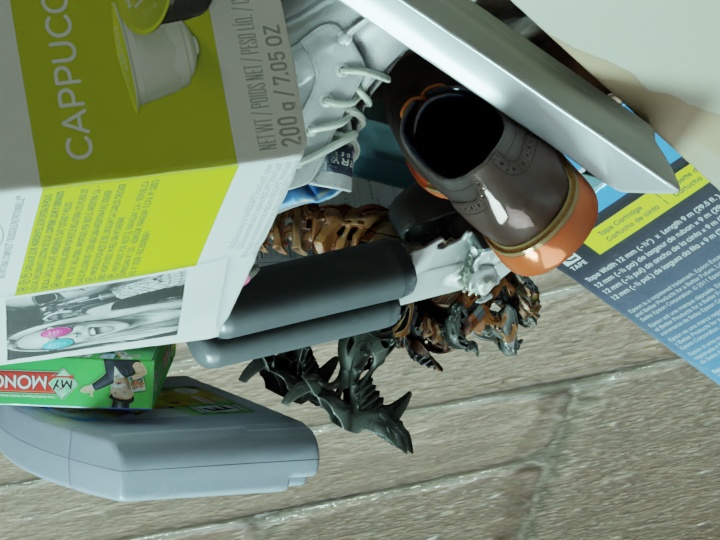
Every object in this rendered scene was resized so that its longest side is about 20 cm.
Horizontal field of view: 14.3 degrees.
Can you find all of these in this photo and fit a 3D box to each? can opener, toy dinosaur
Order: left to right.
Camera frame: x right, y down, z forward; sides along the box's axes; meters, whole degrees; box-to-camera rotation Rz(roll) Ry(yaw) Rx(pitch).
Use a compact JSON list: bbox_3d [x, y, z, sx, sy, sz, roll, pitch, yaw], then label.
[{"bbox_3d":[0.000,0.000,1.438,0.199,0.067,0.053,-18,151,-30],"label":"can opener"},{"bbox_3d":[0.002,0.012,1.506,0.199,0.137,0.102,22,-178,-12],"label":"toy dinosaur"}]

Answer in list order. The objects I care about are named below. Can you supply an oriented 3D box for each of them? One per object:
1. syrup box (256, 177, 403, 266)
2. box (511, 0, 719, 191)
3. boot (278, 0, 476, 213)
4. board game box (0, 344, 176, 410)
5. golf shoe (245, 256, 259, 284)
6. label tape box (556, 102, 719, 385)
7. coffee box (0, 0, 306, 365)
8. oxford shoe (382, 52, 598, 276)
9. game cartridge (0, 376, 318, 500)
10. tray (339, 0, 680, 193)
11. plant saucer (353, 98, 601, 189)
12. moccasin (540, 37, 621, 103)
[{"bbox_3d":[-0.071,-0.012,1.559,0.199,0.082,0.079,-3,161,-32],"label":"syrup box"},{"bbox_3d":[0.137,-0.124,1.227,0.077,0.095,0.200,-22,141,29],"label":"box"},{"bbox_3d":[-0.008,-0.083,1.347,0.199,0.096,0.073,-26,159,37],"label":"boot"},{"bbox_3d":[-0.174,0.046,1.589,0.134,0.029,0.200,3,-174,0],"label":"board game box"},{"bbox_3d":[-0.125,-0.006,1.372,0.092,0.073,0.200,-36,-166,-16],"label":"golf shoe"},{"bbox_3d":[0.180,-0.028,1.424,0.200,0.066,0.143,36,135,-20],"label":"label tape box"},{"bbox_3d":[-0.147,-0.087,1.060,0.196,0.201,0.200,-7,163,-15],"label":"coffee box"},{"bbox_3d":[0.049,-0.071,1.372,0.071,0.200,0.073,-45,121,2],"label":"oxford shoe"},{"bbox_3d":[-0.123,0.089,1.570,0.132,0.041,0.200,-6,-171,-26],"label":"game cartridge"},{"bbox_3d":[0.051,-0.097,1.251,0.199,0.022,0.107,34,178,-9],"label":"tray"},{"bbox_3d":[0.052,-0.058,1.502,0.199,0.019,0.070,14,156,-12],"label":"plant saucer"},{"bbox_3d":[0.163,-0.128,1.369,0.201,0.074,0.078,-20,148,34],"label":"moccasin"}]
